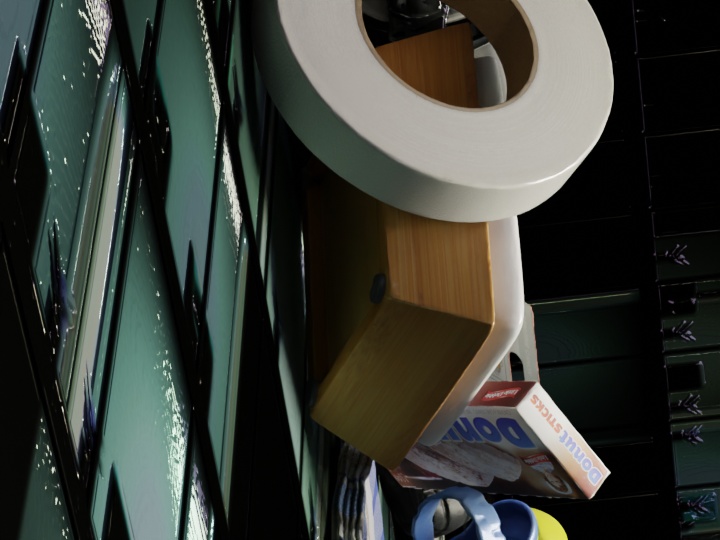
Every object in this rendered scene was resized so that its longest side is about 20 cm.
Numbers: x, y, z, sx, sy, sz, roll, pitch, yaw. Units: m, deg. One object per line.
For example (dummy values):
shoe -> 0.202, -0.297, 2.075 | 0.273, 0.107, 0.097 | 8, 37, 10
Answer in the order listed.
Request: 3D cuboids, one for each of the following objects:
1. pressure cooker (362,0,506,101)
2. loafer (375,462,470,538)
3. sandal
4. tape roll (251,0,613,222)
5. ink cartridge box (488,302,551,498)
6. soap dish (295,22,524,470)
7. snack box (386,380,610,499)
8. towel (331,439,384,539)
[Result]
pressure cooker -> 0.045, -0.200, 1.827 | 0.176, 0.179, 0.200 | 48, -7, 18
loafer -> 0.026, 0.085, 1.943 | 0.070, 0.068, 0.201 | -27, -107, 55
sandal -> 0.040, 0.200, 1.600 | 0.087, 0.079, 0.200 | 50, 54, -38
tape roll -> 0.040, -0.119, 1.524 | 0.037, 0.202, 0.203 | 126, -33, -50
ink cartridge box -> 0.076, 0.047, 1.984 | 0.200, 0.057, 0.163 | 25, -46, 43
soap dish -> 0.023, -0.015, 1.574 | 0.157, 0.081, 0.200 | 122, -29, -51
snack box -> 0.061, 0.095, 1.634 | 0.072, 0.024, 0.200 | 51, -24, -19
towel -> 0.004, 0.186, 1.710 | 0.200, 0.024, 0.147 | -85, 169, -68
